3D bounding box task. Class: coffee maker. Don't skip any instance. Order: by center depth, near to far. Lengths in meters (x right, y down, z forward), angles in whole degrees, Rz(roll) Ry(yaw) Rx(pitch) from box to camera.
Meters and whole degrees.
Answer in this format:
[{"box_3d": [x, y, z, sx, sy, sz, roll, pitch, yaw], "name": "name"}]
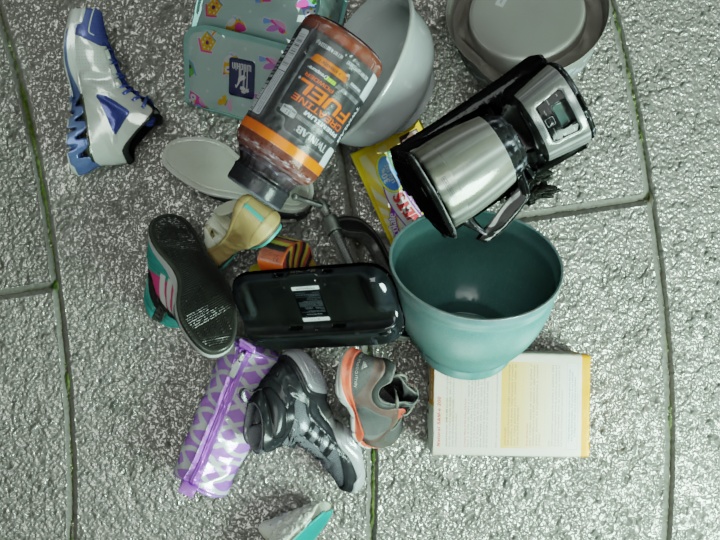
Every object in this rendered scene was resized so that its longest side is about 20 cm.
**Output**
[{"box_3d": [0.140, -0.149, 0.954, 0.198, 0.193, 0.136, -32, 126, -1], "name": "coffee maker"}]

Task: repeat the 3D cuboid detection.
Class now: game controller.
[{"box_3d": [-0.050, 0.041, 0.949, 0.196, 0.042, 0.106, -4, 116, 20], "name": "game controller"}]

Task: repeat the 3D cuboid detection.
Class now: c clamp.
[{"box_3d": [0.000, 0.000, 1.017, 0.027, 0.170, 0.202, -33, 78, 24], "name": "c clamp"}]

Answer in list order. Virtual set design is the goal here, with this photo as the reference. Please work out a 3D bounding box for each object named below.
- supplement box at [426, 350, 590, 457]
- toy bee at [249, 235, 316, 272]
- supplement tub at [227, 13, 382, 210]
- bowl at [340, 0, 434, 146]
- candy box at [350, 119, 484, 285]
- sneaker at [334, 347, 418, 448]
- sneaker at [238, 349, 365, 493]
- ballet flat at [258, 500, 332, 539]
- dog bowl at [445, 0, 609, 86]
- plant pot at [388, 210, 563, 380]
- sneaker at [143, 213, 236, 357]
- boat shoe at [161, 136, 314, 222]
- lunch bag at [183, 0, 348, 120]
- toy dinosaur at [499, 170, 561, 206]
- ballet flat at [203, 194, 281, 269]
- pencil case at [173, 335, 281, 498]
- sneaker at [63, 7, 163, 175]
[{"box_3d": [0.183, 0.164, 1.057, 0.196, 0.074, 0.129, 2, 88, -1], "name": "supplement box"}, {"box_3d": [-0.077, 0.021, 1.041, 0.129, 0.201, 0.109, 26, 51, 6], "name": "toy bee"}, {"box_3d": [-0.066, -0.170, 0.929, 0.106, 0.107, 0.202, 31, 92, 0], "name": "supplement tub"}, {"box_3d": [0.028, -0.231, 1.030, 0.089, 0.200, 0.204, 25, 88, -30], "name": "bowl"}, {"box_3d": [0.073, -0.078, 1.075, 0.101, 0.026, 0.203, -25, 92, 12], "name": "candy box"}, {"box_3d": [0.032, 0.162, 0.996, 0.080, 0.201, 0.078, 4, 61, 20], "name": "sneaker"}, {"box_3d": [-0.076, 0.204, 1.024, 0.113, 0.075, 0.203, -32, 105, -28], "name": "sneaker"}, {"box_3d": [-0.119, 0.357, 1.054, 0.071, 0.072, 0.201, 39, 88, 1], "name": "ballet flat"}, {"box_3d": [0.206, -0.308, 1.048, 0.196, 0.059, 0.204, -4, 66, 9], "name": "dog bowl"}, {"box_3d": [0.129, 0.041, 0.987, 0.196, 0.202, 0.136, 1, 128, -1], "name": "plant pot"}, {"box_3d": [-0.212, 0.044, 1.028, 0.082, 0.122, 0.202, -14, 58, -25], "name": "sneaker"}, {"box_3d": [-0.155, -0.112, 1.069, 0.196, 0.060, 0.075, 14, 69, -1], "name": "boat shoe"}, {"box_3d": [-0.121, -0.280, 1.037, 0.167, 0.122, 0.204, 15, 85, 12], "name": "lunch bag"}, {"box_3d": [0.195, -0.155, 1.071, 0.199, 0.101, 0.138, -33, 70, 36], "name": "toy dinosaur"}, {"box_3d": [-0.152, -0.051, 1.002, 0.063, 0.199, 0.069, 42, 64, -14], "name": "ballet flat"}, {"box_3d": [-0.164, 0.178, 1.047, 0.083, 0.085, 0.203, 20, 89, 2], "name": "pencil case"}, {"box_3d": [-0.309, -0.222, 1.067, 0.113, 0.081, 0.204, -1, 95, -4], "name": "sneaker"}]
